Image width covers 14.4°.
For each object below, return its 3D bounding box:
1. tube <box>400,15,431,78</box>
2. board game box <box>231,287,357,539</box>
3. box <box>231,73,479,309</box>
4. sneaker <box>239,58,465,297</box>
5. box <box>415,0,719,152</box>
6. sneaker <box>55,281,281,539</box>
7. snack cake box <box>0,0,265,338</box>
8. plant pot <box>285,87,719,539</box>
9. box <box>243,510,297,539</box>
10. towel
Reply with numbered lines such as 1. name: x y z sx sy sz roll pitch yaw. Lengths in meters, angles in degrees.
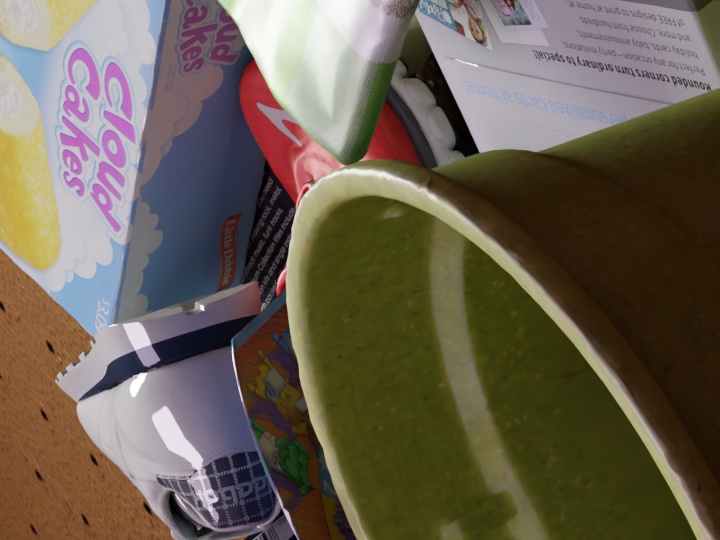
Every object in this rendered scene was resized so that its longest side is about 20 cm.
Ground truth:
1. tube: 0.021 -0.129 0.926 0.200 0.058 0.052 118 158 -62
2. board game box: 0.050 0.048 0.815 0.039 0.200 0.158 -35 95 31
3. box: -0.026 -0.038 1.067 0.200 0.036 0.143 51 139 17
4. sneaker: 0.000 0.000 0.943 0.201 0.084 0.077 59 154 31
5. box: 0.076 -0.059 0.832 0.156 0.041 0.201 19 139 58
6. sneaker: -0.062 0.061 1.023 0.200 0.076 0.081 118 132 -82
7. snack cake box: -0.088 -0.087 1.032 0.115 0.067 0.201 41 135 32
8. plant pot: 0.111 0.029 0.679 0.201 0.183 0.201 49 155 32
9. box: 0.013 0.183 1.005 0.200 0.148 0.104 53 177 -6
10. towel: -0.017 -0.150 0.816 0.149 0.031 0.201 55 142 38
